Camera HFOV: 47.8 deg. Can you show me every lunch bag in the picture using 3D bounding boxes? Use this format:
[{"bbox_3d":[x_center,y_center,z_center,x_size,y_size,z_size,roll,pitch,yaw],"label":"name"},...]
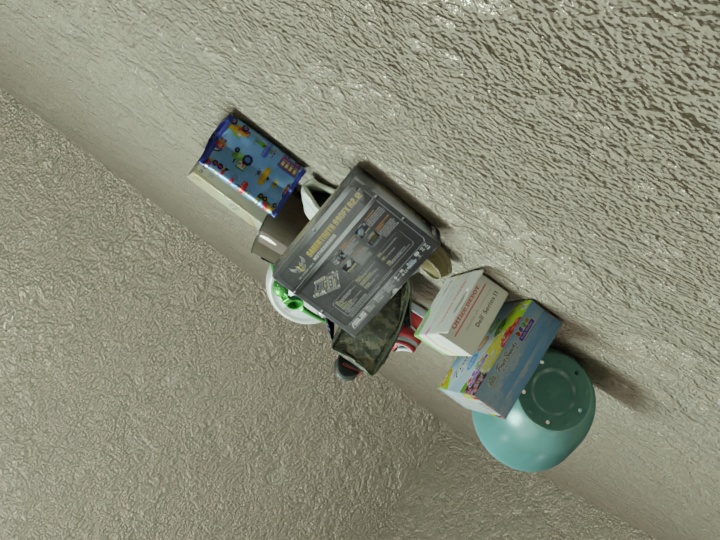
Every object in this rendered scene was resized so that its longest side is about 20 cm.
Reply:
[{"bbox_3d":[0.036,0.091,1.552,0.117,0.202,0.164,32,174,2],"label":"lunch bag"},{"bbox_3d":[-0.186,-0.181,1.364,0.150,0.095,0.200,35,-177,-15],"label":"lunch bag"}]

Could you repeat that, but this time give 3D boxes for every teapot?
[{"bbox_3d":[-0.113,0.013,1.831,0.193,0.203,0.147,-3,-153,7],"label":"teapot"}]

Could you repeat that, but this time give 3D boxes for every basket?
[{"bbox_3d":[-0.086,-0.045,1.514,0.198,0.137,0.180,30,164,-2],"label":"basket"}]

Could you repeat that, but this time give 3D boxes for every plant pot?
[{"bbox_3d":[0.297,0.217,1.346,0.199,0.202,0.161,32,159,8],"label":"plant pot"}]

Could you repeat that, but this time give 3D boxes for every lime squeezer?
[{"bbox_3d":[-0.141,0.047,1.631,0.201,0.038,0.071,51,-167,-12],"label":"lime squeezer"}]

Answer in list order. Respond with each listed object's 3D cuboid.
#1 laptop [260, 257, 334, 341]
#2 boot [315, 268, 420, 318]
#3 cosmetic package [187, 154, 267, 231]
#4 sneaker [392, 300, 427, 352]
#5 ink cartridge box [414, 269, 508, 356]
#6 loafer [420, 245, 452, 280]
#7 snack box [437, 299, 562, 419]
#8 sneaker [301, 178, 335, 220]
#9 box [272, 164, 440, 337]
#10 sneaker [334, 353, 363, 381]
[{"bbox_3d":[-0.121,0.027,1.652,0.178,0.101,0.203,-90,-12,-69],"label":"laptop"},{"bbox_3d":[0.000,0.000,1.416,0.074,0.197,0.097,81,165,-84],"label":"boot"},{"bbox_3d":[-0.244,-0.160,1.636,0.199,0.074,0.103,38,169,-15],"label":"cosmetic package"},{"bbox_3d":[0.058,0.101,1.777,0.198,0.113,0.071,30,170,21],"label":"sneaker"},{"bbox_3d":[0.160,0.069,1.270,0.067,0.118,0.200,33,171,-5],"label":"ink cartridge box"},{"bbox_3d":[0.056,-0.042,1.225,0.199,0.068,0.076,39,170,-21],"label":"loafer"},{"bbox_3d":[0.212,0.136,1.271,0.067,0.170,0.200,34,170,-4],"label":"snack box"},{"bbox_3d":[-0.020,-0.079,1.302,0.199,0.071,0.080,31,167,20],"label":"sneaker"},{"bbox_3d":[-0.007,-0.023,1.159,0.157,0.200,0.049,35,-158,-15],"label":"box"},{"bbox_3d":[-0.002,0.160,1.691,0.073,0.201,0.087,29,140,-1],"label":"sneaker"}]
